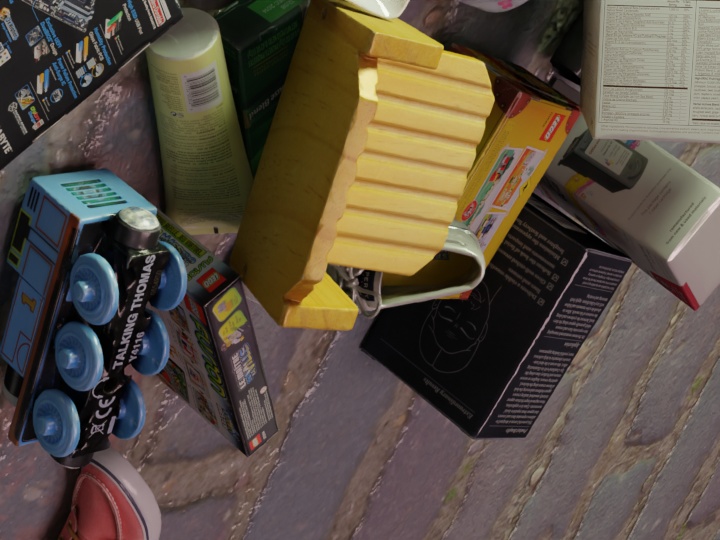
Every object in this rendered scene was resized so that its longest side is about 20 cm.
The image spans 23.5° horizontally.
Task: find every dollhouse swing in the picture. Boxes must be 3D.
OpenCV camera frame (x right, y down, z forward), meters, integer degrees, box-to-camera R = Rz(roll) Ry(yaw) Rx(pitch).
[{"bbox_3d":[0.028,-0.063,1.194,0.175,0.182,0.201,13,104,-24],"label":"dollhouse swing"}]

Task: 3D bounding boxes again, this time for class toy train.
[{"bbox_3d":[-0.187,0.034,1.161,0.086,0.114,0.201,-11,130,-46],"label":"toy train"}]

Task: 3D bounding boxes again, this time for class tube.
[{"bbox_3d":[-0.112,-0.092,1.201,0.052,0.058,0.201,-43,148,-27],"label":"tube"}]

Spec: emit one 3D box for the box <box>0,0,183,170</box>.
[{"bbox_3d":[-0.194,-0.173,0.996,0.159,0.046,0.200,-44,150,-17],"label":"box"}]

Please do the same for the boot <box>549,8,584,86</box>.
[{"bbox_3d":[0.229,-0.259,1.511,0.200,0.066,0.165,-52,150,7],"label":"boot"}]

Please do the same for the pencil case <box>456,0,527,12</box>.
[{"bbox_3d":[0.064,-0.247,1.251,0.090,0.084,0.200,-22,164,26],"label":"pencil case"}]

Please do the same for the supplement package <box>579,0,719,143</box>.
[{"bbox_3d":[0.252,-0.211,1.359,0.191,0.146,0.202,-72,163,-78],"label":"supplement package"}]

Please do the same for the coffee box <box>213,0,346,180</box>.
[{"bbox_3d":[-0.049,-0.124,1.263,0.123,0.044,0.201,-37,147,-27],"label":"coffee box"}]

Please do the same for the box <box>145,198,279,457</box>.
[{"bbox_3d":[-0.121,0.045,1.275,0.035,0.110,0.201,-40,149,-22],"label":"box"}]

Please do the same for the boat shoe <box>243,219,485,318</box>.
[{"bbox_3d":[0.001,0.005,1.342,0.200,0.086,0.075,-2,109,-8],"label":"boat shoe"}]

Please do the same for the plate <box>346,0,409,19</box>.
[{"bbox_3d":[-0.012,-0.284,1.093,0.199,0.032,0.201,20,103,-35],"label":"plate"}]

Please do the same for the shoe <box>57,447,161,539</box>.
[{"bbox_3d":[-0.212,0.223,1.374,0.091,0.071,0.201,-42,154,-30],"label":"shoe"}]

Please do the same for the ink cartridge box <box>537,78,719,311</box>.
[{"bbox_3d":[0.248,-0.069,1.594,0.086,0.200,0.148,-51,151,-1],"label":"ink cartridge box"}]

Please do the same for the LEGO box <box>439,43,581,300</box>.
[{"bbox_3d":[0.084,-0.077,1.456,0.201,0.077,0.149,-59,157,13],"label":"LEGO box"}]

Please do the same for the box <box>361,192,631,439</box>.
[{"bbox_3d":[0.123,0.032,1.575,0.107,0.148,0.201,10,114,-58],"label":"box"}]
